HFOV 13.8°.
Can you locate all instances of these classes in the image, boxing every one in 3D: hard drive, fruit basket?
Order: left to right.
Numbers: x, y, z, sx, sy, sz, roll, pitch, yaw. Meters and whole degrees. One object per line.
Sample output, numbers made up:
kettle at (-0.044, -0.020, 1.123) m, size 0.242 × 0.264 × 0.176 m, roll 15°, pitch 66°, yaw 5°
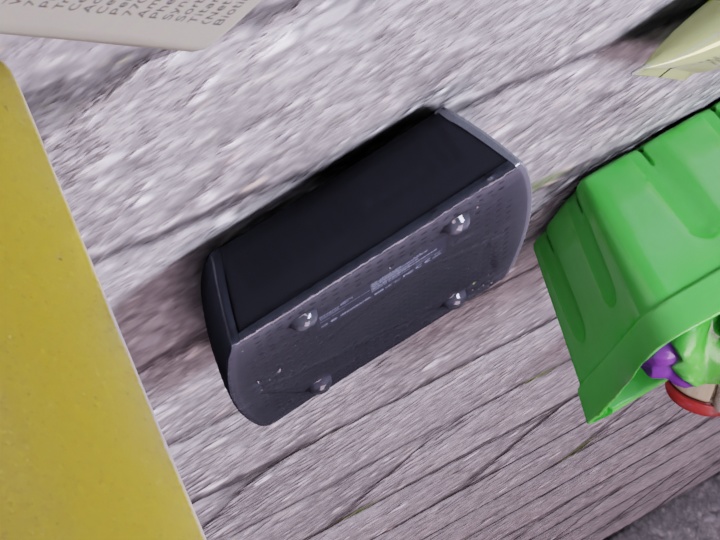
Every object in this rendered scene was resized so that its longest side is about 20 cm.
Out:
hard drive at (0.000, 0.000, 1.129) m, size 0.134 × 0.042 × 0.200 m, roll -32°, pitch 170°, yaw -4°
fruit basket at (0.209, 0.016, 1.400) m, size 0.215 × 0.216 × 0.156 m, roll -29°, pitch 169°, yaw -21°

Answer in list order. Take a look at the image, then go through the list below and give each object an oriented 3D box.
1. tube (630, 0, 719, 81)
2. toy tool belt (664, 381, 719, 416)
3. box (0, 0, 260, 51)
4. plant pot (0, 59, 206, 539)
tube at (0.194, -0.127, 1.136) m, size 0.199 × 0.052 × 0.058 m, roll -33°, pitch 129°, yaw 20°
toy tool belt at (0.254, 0.000, 1.780) m, size 0.200 × 0.124 × 0.124 m, roll -26°, pitch 137°, yaw -49°
box at (-0.071, -0.080, 0.368) m, size 0.082 × 0.069 × 0.200 m, roll -41°, pitch 158°, yaw 27°
plant pot at (-0.162, 0.092, 0.680) m, size 0.176 × 0.201 × 0.200 m, roll -10°, pitch 157°, yaw -40°
